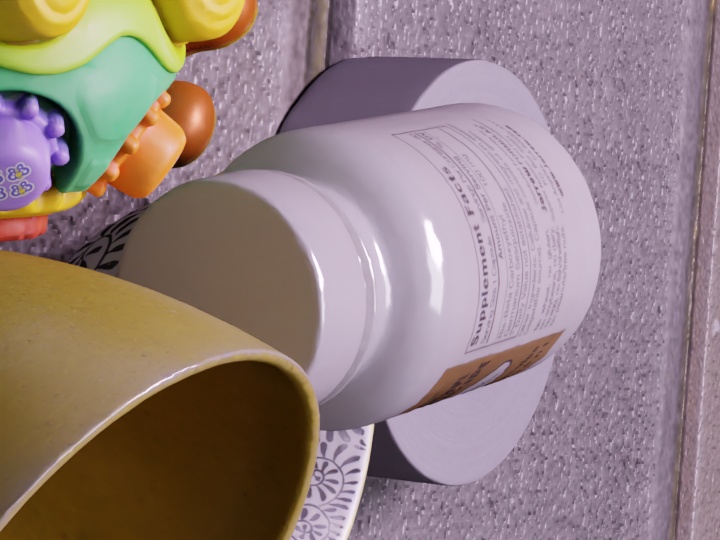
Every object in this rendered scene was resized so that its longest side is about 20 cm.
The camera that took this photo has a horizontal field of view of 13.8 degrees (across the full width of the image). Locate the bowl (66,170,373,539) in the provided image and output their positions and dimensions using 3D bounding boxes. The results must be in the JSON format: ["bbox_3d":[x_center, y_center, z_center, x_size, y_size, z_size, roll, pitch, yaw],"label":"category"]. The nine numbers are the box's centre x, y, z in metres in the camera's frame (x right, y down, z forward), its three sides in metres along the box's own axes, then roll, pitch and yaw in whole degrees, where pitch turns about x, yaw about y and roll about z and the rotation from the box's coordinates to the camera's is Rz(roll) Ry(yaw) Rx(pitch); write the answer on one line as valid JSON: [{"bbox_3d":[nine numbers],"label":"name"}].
[{"bbox_3d":[-0.083,0.055,1.195,0.201,0.094,0.201,-11,102,-59],"label":"bowl"}]

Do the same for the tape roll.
[{"bbox_3d":[0.026,-0.001,1.403,0.200,0.066,0.201,-10,102,-59],"label":"tape roll"}]

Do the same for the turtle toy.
[{"bbox_3d":[-0.136,-0.058,0.945,0.200,0.146,0.101,-7,97,-53],"label":"turtle toy"}]

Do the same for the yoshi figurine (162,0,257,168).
[{"bbox_3d":[-0.104,-0.126,1.081,0.112,0.112,0.200,-42,134,3],"label":"yoshi figurine"}]

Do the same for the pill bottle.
[{"bbox_3d":[0.000,0.000,1.123,0.200,0.114,0.115,-14,106,-59],"label":"pill bottle"}]

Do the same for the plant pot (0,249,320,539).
[{"bbox_3d":[-0.132,0.071,0.968,0.200,0.142,0.200,-41,153,-27],"label":"plant pot"}]
